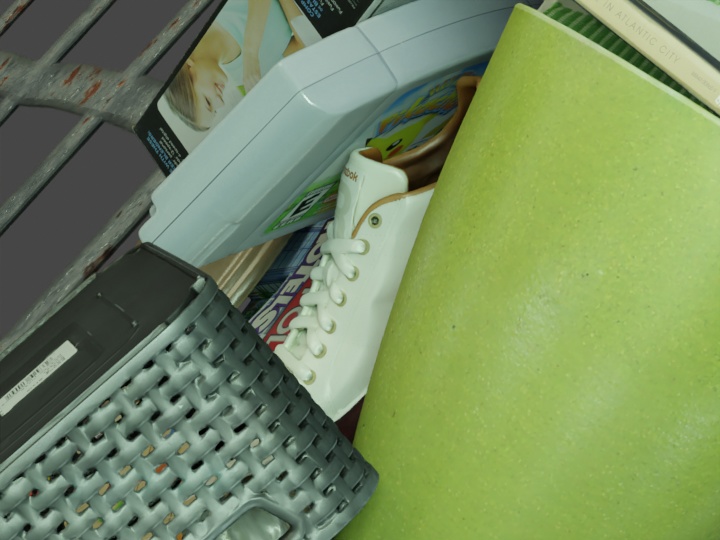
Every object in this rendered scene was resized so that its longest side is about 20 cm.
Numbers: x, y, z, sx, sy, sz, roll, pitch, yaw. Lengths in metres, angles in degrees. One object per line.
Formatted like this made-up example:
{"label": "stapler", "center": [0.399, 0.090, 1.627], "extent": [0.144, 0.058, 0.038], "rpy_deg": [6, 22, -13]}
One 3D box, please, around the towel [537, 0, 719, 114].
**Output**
{"label": "towel", "center": [0.149, -0.097, 1.154], "extent": [0.023, 0.153, 0.200], "rpy_deg": [97, -160, -58]}

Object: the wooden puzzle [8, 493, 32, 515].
{"label": "wooden puzzle", "center": [-0.151, 0.091, 1.511], "extent": [0.185, 0.046, 0.200], "rpy_deg": [-49, 20, -9]}

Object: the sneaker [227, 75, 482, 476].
{"label": "sneaker", "center": [0.000, 0.000, 1.164], "extent": [0.200, 0.085, 0.073], "rpy_deg": [-47, 25, -5]}

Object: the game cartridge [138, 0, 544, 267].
{"label": "game cartridge", "center": [0.005, -0.068, 1.198], "extent": [0.200, 0.040, 0.133], "rpy_deg": [-23, -20, -51]}

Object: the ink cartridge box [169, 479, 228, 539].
{"label": "ink cartridge box", "center": [-0.060, 0.155, 1.173], "extent": [0.116, 0.067, 0.200], "rpy_deg": [-37, 22, 22]}

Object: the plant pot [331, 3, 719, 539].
{"label": "plant pot", "center": [0.082, 0.039, 0.994], "extent": [0.200, 0.187, 0.187], "rpy_deg": [-58, 19, 4]}

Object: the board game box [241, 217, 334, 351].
{"label": "board game box", "center": [0.005, 0.016, 1.324], "extent": [0.200, 0.062, 0.200], "rpy_deg": [-54, 20, -22]}

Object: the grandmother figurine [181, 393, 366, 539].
{"label": "grandmother figurine", "center": [0.020, 0.069, 1.106], "extent": [0.200, 0.121, 0.061], "rpy_deg": [-30, 49, -14]}

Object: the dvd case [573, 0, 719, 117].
{"label": "dvd case", "center": [0.103, -0.092, 1.036], "extent": [0.200, 0.149, 0.016], "rpy_deg": [43, 100, 35]}

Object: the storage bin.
{"label": "storage bin", "center": [-0.088, 0.072, 0.997], "extent": [0.135, 0.094, 0.200], "rpy_deg": [-42, 12, -6]}

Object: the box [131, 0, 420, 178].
{"label": "box", "center": [-0.009, -0.109, 1.234], "extent": [0.117, 0.060, 0.200], "rpy_deg": [-27, -13, -38]}

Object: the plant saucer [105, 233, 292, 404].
{"label": "plant saucer", "center": [-0.091, 0.000, 1.434], "extent": [0.200, 0.029, 0.200], "rpy_deg": [-47, 14, 15]}

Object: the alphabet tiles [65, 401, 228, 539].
{"label": "alphabet tiles", "center": [-0.112, 0.115, 1.245], "extent": [0.166, 0.006, 0.200], "rpy_deg": [-35, 22, 27]}
